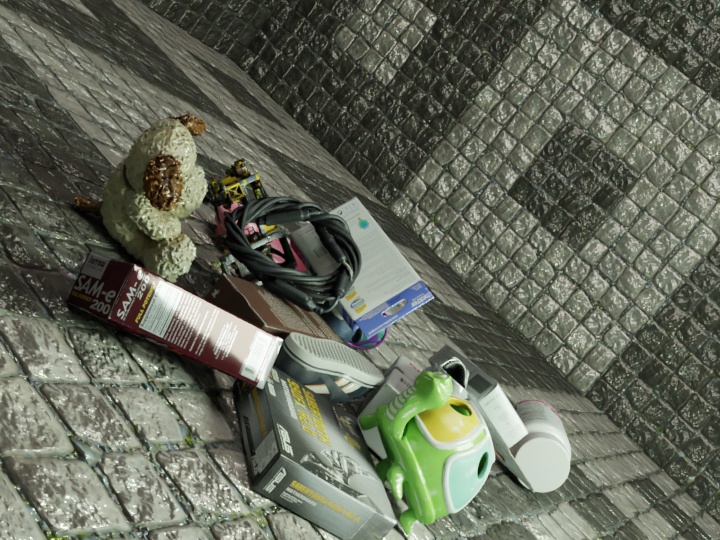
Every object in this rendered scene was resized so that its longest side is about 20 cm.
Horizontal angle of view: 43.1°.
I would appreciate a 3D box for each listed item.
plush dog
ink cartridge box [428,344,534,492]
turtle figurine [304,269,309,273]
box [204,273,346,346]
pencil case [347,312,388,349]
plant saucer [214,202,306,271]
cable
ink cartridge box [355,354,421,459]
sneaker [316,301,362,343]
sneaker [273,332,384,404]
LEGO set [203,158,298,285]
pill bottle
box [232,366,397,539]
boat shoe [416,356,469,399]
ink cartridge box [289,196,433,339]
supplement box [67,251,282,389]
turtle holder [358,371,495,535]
[{"bbox_3d":[-0.257,-0.113,1.136,0.158,0.172,0.202,22,39,-20],"label":"plush dog"},{"bbox_3d":[0.189,0.213,1.346,0.175,0.043,0.200,56,-7,-19],"label":"ink cartridge box"},{"bbox_3d":[-0.041,-0.003,1.492,0.149,0.102,0.199,38,17,24],"label":"turtle figurine"},{"bbox_3d":[-0.113,0.079,1.182,0.100,0.075,0.199,46,10,30],"label":"box"},{"bbox_3d":[0.002,0.066,1.587,0.085,0.092,0.200,51,9,-16],"label":"pencil case"},{"bbox_3d":[-0.168,-0.037,1.525,0.200,0.051,0.201,40,10,-8],"label":"plant saucer"},{"bbox_3d":[-0.091,-0.039,1.222,0.198,0.051,0.164,30,50,0],"label":"cable"},{"bbox_3d":[0.076,0.211,1.265,0.146,0.085,0.200,41,9,3],"label":"ink cartridge box"},{"bbox_3d":[-0.052,0.035,1.367,0.080,0.147,0.201,32,15,-35],"label":"sneaker"},{"bbox_3d":[-0.048,0.134,1.153,0.078,0.080,0.199,41,10,35],"label":"sneaker"},{"bbox_3d":[-0.187,-0.048,1.325,0.153,0.115,0.203,14,-54,59],"label":"LEGO set"},{"bbox_3d":[0.312,0.310,1.616,0.113,0.114,0.200,39,11,-1],"label":"pill bottle"},{"bbox_3d":[-0.054,0.192,0.982,0.158,0.049,0.200,35,12,-24],"label":"box"},{"bbox_3d":[0.115,0.151,1.219,0.072,0.069,0.200,42,8,7],"label":"boat shoe"},{"bbox_3d":[0.000,0.000,1.283,0.201,0.118,0.042,51,-20,26],"label":"ink cartridge box"},{"bbox_3d":[-0.190,0.053,0.947,0.199,0.062,0.108,32,-13,-38],"label":"supplement box"},{"bbox_3d":[0.077,0.194,1.052,0.141,0.130,0.188,-141,-149,-75],"label":"turtle holder"}]
